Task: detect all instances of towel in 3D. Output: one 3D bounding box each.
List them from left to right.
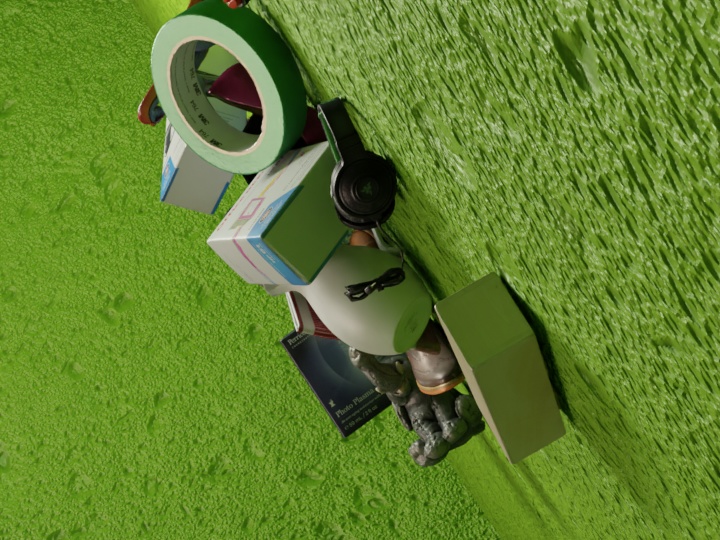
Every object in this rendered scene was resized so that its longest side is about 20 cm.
[{"bbox_3d":[-0.002,0.059,1.559,0.145,0.197,0.023,-115,38,-59],"label":"towel"}]

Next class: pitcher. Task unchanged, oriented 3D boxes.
[{"bbox_3d":[0.000,0.000,1.462,0.198,0.173,0.121,29,173,28],"label":"pitcher"}]

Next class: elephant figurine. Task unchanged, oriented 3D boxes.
[{"bbox_3d":[0.087,0.179,1.773,0.200,0.141,0.156,47,158,18],"label":"elephant figurine"}]

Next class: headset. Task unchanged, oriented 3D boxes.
[{"bbox_3d":[-0.009,-0.075,1.207,0.124,0.093,0.203,88,159,-82],"label":"headset"}]

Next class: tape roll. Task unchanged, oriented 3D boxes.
[{"bbox_3d":[-0.154,-0.212,1.373,0.198,0.048,0.203,23,133,26],"label":"tape roll"}]

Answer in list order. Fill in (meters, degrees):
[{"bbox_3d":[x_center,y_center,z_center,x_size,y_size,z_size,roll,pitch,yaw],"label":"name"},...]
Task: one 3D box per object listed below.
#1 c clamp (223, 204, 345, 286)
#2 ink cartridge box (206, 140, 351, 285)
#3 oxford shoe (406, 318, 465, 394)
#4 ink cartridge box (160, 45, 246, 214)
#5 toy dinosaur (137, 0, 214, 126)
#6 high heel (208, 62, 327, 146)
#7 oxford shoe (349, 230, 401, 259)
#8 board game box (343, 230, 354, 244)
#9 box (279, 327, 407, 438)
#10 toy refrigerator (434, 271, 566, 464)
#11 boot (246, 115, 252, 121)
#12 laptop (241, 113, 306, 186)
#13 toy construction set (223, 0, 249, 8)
[{"bbox_3d":[-0.095,-0.030,1.634,0.027,0.198,0.173,-33,74,46],"label":"c clamp"},{"bbox_3d":[-0.083,-0.064,1.371,0.085,0.145,0.199,42,163,-18],"label":"ink cartridge box"},{"bbox_3d":[0.091,0.110,1.609,0.074,0.071,0.200,62,174,-18],"label":"oxford shoe"},{"bbox_3d":[-0.217,-0.206,1.641,0.145,0.083,0.202,125,150,-46],"label":"ink cartridge box"},{"bbox_3d":[-0.225,-0.272,1.497,0.202,0.180,0.105,60,179,-11],"label":"toy dinosaur"},{"bbox_3d":[-0.097,-0.173,1.417,0.201,0.095,0.067,55,175,11],"label":"high heel"},{"bbox_3d":[0.014,-0.005,1.605,0.072,0.071,0.200,56,177,-26],"label":"oxford shoe"},{"bbox_3d":[-0.047,-0.068,1.865,0.201,0.056,0.165,56,176,-6],"label":"board game box"},{"bbox_3d":[-0.005,0.144,1.999,0.200,0.199,0.123,55,176,2],"label":"box"},{"bbox_3d":[0.133,0.092,1.074,0.076,0.069,0.201,60,178,37],"label":"toy refrigerator"},{"bbox_3d":[-0.134,-0.177,1.738,0.108,0.074,0.200,57,-162,-12],"label":"boot"},{"bbox_3d":[-0.135,-0.183,1.610,0.200,0.115,0.188,52,173,41],"label":"laptop"},{"bbox_3d":[-0.144,-0.304,1.037,0.130,0.093,0.200,27,172,22],"label":"toy construction set"}]
